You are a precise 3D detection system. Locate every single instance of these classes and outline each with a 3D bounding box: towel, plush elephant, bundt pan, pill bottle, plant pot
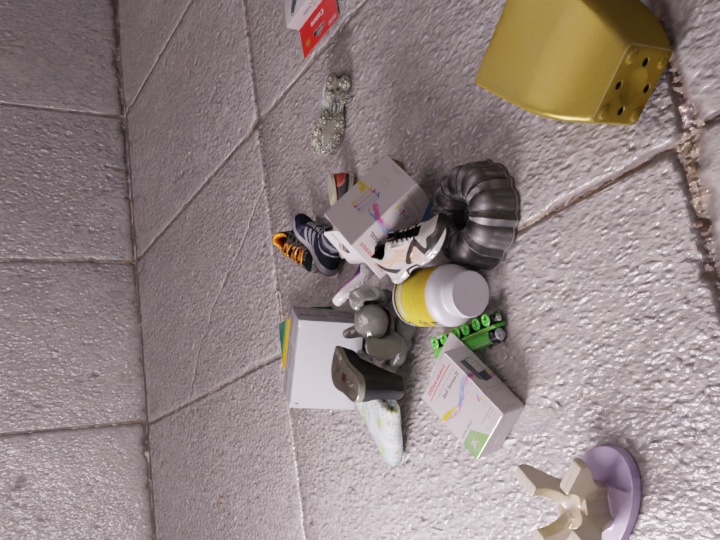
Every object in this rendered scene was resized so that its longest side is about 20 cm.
[{"bbox_3d":[0.031,0.286,1.694,0.201,0.047,0.173,53,159,45],"label":"towel"},{"bbox_3d":[0.037,0.112,1.646,0.200,0.152,0.168,-38,58,52],"label":"plush elephant"},{"bbox_3d":[0.196,-0.102,1.468,0.201,0.074,0.207,-2,87,59],"label":"bundt pan"},{"bbox_3d":[0.149,0.047,1.491,0.199,0.110,0.115,172,97,-64],"label":"pill bottle"},{"bbox_3d":[0.323,-0.310,1.165,0.200,0.193,0.197,47,128,38],"label":"plant pot"}]

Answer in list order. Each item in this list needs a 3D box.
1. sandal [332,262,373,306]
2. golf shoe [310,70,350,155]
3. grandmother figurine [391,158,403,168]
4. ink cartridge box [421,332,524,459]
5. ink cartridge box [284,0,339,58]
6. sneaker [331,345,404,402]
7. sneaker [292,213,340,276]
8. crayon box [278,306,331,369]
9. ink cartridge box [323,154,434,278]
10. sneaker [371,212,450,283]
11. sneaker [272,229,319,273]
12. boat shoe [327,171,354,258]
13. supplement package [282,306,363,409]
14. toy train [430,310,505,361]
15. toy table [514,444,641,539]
[{"bbox_3d":[0.003,-0.004,1.680,0.050,0.202,0.083,45,139,2],"label":"sandal"},{"bbox_3d":[-0.074,-0.380,1.943,0.097,0.077,0.203,-119,45,-64],"label":"golf shoe"},{"bbox_3d":[0.033,-0.150,1.756,0.201,0.059,0.123,-58,35,37],"label":"grandmother figurine"},{"bbox_3d":[0.185,0.220,1.447,0.200,0.066,0.119,46,128,34],"label":"ink cartridge box"},{"bbox_3d":[-0.127,-0.669,2.044,0.199,0.044,0.180,-33,61,54],"label":"ink cartridge box"},{"bbox_3d":[0.010,0.212,1.612,0.200,0.104,0.076,-135,55,-64],"label":"sneaker"},{"bbox_3d":[-0.097,-0.094,1.952,0.201,0.069,0.110,57,140,33],"label":"sneaker"},{"bbox_3d":[-0.134,0.171,2.020,0.199,0.057,0.121,-28,65,55],"label":"crayon box"},{"bbox_3d":[0.037,-0.096,1.592,0.200,0.129,0.125,-44,44,1],"label":"ink cartridge box"},{"bbox_3d":[0.090,-0.047,1.472,0.200,0.079,0.074,-42,18,45],"label":"sneaker"},{"bbox_3d":[-0.158,-0.047,2.048,0.199,0.076,0.080,34,116,52],"label":"sneaker"},{"bbox_3d":[-0.034,-0.129,1.860,0.071,0.061,0.205,135,130,-71],"label":"boat shoe"},{"bbox_3d":[-0.085,0.198,1.827,0.111,0.152,0.205,-137,53,-72],"label":"supplement package"},{"bbox_3d":[0.198,0.127,1.494,0.199,0.041,0.057,-33,72,54],"label":"toy train"},{"bbox_3d":[0.325,0.358,1.206,0.183,0.115,0.204,33,116,54],"label":"toy table"}]
